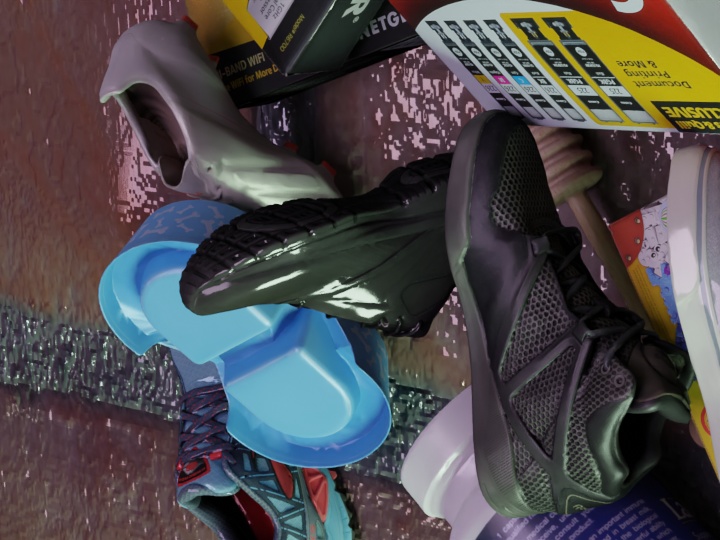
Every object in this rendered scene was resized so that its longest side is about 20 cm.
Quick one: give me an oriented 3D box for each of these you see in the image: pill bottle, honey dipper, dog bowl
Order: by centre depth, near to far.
[{"bbox_3d":[0.118,0.153,1.027,0.200,0.115,0.116,47,127,23],"label":"pill bottle"},{"bbox_3d":[0.141,0.004,1.027,0.038,0.038,0.201,-39,76,40],"label":"honey dipper"},{"bbox_3d":[-0.062,0.035,1.137,0.111,0.050,0.200,-27,122,36],"label":"dog bowl"}]

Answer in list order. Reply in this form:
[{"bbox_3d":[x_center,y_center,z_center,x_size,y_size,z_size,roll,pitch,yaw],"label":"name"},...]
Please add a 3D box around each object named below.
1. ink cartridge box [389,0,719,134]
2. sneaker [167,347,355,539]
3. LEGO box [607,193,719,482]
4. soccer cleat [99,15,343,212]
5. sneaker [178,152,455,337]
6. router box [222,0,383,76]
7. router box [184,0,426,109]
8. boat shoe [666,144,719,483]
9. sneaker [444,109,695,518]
[{"bbox_3d":[0.120,-0.121,0.894,0.176,0.084,0.199,45,162,-28],"label":"ink cartridge box"},{"bbox_3d":[-0.077,0.111,1.206,0.079,0.095,0.201,-36,76,40],"label":"sneaker"},{"bbox_3d":[0.230,0.035,0.925,0.149,0.077,0.201,-30,80,42],"label":"LEGO box"},{"bbox_3d":[-0.077,-0.059,1.131,0.069,0.078,0.200,-19,122,45],"label":"soccer cleat"},{"bbox_3d":[0.000,0.000,1.054,0.076,0.198,0.092,-146,43,-67],"label":"sneaker"},{"bbox_3d":[-0.021,-0.228,1.031,0.149,0.051,0.200,50,125,22],"label":"router box"},{"bbox_3d":[-0.023,-0.193,1.115,0.199,0.052,0.159,-17,89,43],"label":"router box"},{"bbox_3d":[0.190,0.038,0.871,0.071,0.070,0.203,-13,91,26],"label":"boat shoe"},{"bbox_3d":[0.104,0.017,0.938,0.114,0.076,0.201,-9,87,37],"label":"sneaker"}]
